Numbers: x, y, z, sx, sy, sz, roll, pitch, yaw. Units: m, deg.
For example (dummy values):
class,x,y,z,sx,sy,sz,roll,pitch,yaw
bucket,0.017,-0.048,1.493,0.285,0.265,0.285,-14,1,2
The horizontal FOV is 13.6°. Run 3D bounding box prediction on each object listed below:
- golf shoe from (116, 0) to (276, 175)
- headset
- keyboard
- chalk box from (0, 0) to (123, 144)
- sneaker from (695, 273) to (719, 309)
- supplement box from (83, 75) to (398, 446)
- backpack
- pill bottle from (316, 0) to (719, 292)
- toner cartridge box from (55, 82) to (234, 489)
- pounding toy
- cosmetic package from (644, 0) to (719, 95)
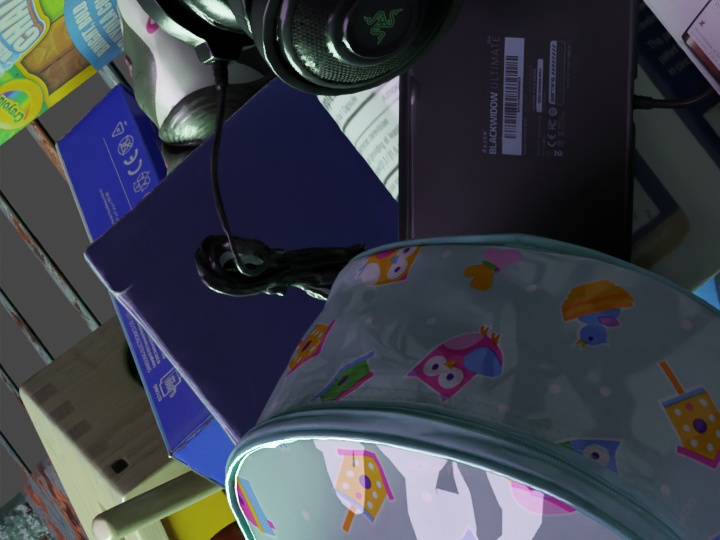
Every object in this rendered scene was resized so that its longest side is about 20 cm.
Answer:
class,x,y,z,sx,sy,sz,roll,pitch,yaw
golf shoe,-0.055,-0.095,1.230,0.088,0.077,0.200,60,-174,-10
headset,-0.012,-0.090,0.896,0.123,0.094,0.201,24,104,52
keyboard,0.072,-0.051,0.900,0.127,0.021,0.201,5,101,22
chalk box,-0.162,-0.142,1.253,0.124,0.200,0.125,46,168,20
sneaker,0.132,0.043,1.032,0.200,0.078,0.066,50,167,17
supplement box,0.000,0.000,1.119,0.109,0.109,0.200,51,-167,10
backpack,0.052,0.092,0.848,0.175,0.153,0.201,7,132,38
pill bottle,0.044,-0.071,0.975,0.200,0.111,0.111,53,165,3
toner cartridge box,-0.058,0.015,1.229,0.095,0.043,0.200,36,-161,-39
pounding toy,-0.075,0.095,1.559,0.142,0.184,0.200,42,161,36
cosmetic package,0.113,-0.091,0.817,0.200,0.051,0.083,52,153,8
